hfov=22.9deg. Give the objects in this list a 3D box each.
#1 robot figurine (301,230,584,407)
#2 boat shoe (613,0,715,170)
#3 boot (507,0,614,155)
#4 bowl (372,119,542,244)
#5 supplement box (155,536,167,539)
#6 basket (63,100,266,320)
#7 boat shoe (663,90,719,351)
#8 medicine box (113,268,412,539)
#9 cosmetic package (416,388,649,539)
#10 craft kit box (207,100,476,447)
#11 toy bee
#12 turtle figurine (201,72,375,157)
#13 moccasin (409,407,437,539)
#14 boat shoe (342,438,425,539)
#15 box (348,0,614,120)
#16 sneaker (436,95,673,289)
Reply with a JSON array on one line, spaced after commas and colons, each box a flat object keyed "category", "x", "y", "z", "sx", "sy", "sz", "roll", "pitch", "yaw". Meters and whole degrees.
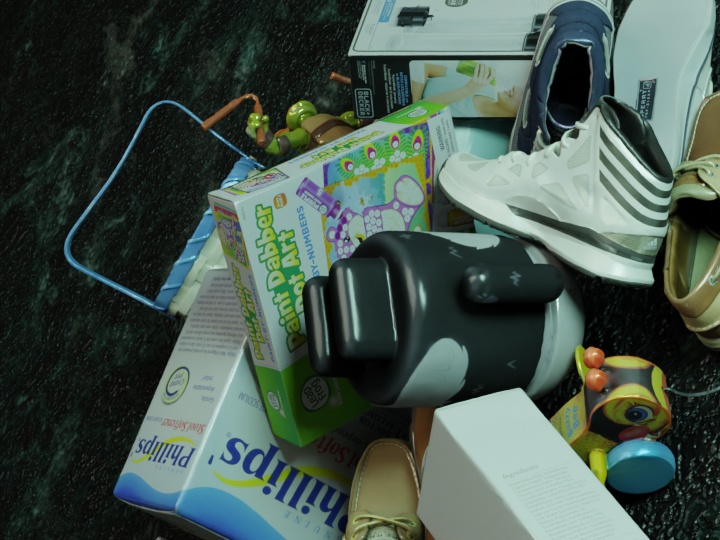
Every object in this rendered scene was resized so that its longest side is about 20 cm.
[{"category": "robot figurine", "x": 0.061, "y": 0.032, "z": 1.239, "sx": 0.150, "sy": 0.200, "sz": 0.125, "roll": 40, "pitch": 123, "yaw": 56}, {"category": "boat shoe", "x": 0.229, "y": -0.128, "z": 1.314, "sx": 0.072, "sy": 0.066, "sz": 0.200, "roll": -4, "pitch": 62, "yaw": 27}, {"category": "boot", "x": 0.143, "y": -0.098, "z": 1.308, "sx": 0.090, "sy": 0.073, "sz": 0.200, "roll": -69, "pitch": -15, "yaw": -60}, {"category": "bowl", "x": 0.066, "y": -0.074, "z": 1.454, "sx": 0.201, "sy": 0.105, "sz": 0.201, "roll": -33, "pitch": 41, "yaw": 35}, {"category": "supplement box", "x": -0.157, "y": 0.329, "z": 1.467, "sx": 0.109, "sy": 0.061, "sz": 0.200, "roll": -50, "pitch": 34, "yaw": 14}, {"category": "basket", "x": -0.147, "y": -0.033, "z": 1.616, "sx": 0.176, "sy": 0.200, "sz": 0.139, "roll": -56, "pitch": 6, "yaw": 4}, {"category": "boat shoe", "x": 0.245, "y": -0.045, "z": 1.213, "sx": 0.076, "sy": 0.074, "sz": 0.200, "roll": -26, "pitch": 45, "yaw": 41}, {"category": "medicine box", "x": -0.063, "y": 0.126, "z": 1.391, "sx": 0.103, "sy": 0.182, "sz": 0.200, "roll": 0, "pitch": 64, "yaw": 54}, {"category": "cosmetic package", "x": 0.118, "y": 0.178, "z": 1.129, "sx": 0.200, "sy": 0.074, "sz": 0.102, "roll": 53, "pitch": 146, "yaw": 41}, {"category": "craft kit box", "x": 0.000, "y": 0.000, "z": 1.320, "sx": 0.197, "sy": 0.200, "sz": 0.048, "roll": -26, "pitch": 25, "yaw": -25}, {"category": "toy bee", "x": 0.167, "y": 0.090, "z": 1.179, "sx": 0.200, "sy": 0.109, "sz": 0.131, "roll": -49, "pitch": 32, "yaw": 16}, {"category": "turtle figurine", "x": -0.031, "y": -0.113, "z": 1.597, "sx": 0.161, "sy": 0.200, "sz": 0.064, "roll": 39, "pitch": 130, "yaw": 43}, {"category": "moccasin", "x": 0.080, "y": 0.149, "z": 1.283, "sx": 0.078, "sy": 0.074, "sz": 0.202, "roll": -27, "pitch": 40, "yaw": 27}, {"category": "boat shoe", "x": 0.022, "y": 0.209, "z": 1.279, "sx": 0.074, "sy": 0.066, "sz": 0.200, "roll": -5, "pitch": 63, "yaw": 7}, {"category": "box", "x": 0.099, "y": -0.171, "z": 1.400, "sx": 0.200, "sy": 0.060, "sz": 0.117, "roll": 2, "pitch": 34, "yaw": 12}, {"category": "sneaker", "x": 0.143, "y": -0.073, "z": 1.239, "sx": 0.200, "sy": 0.076, "sz": 0.116, "roll": 30, "pitch": 107, "yaw": 43}]
